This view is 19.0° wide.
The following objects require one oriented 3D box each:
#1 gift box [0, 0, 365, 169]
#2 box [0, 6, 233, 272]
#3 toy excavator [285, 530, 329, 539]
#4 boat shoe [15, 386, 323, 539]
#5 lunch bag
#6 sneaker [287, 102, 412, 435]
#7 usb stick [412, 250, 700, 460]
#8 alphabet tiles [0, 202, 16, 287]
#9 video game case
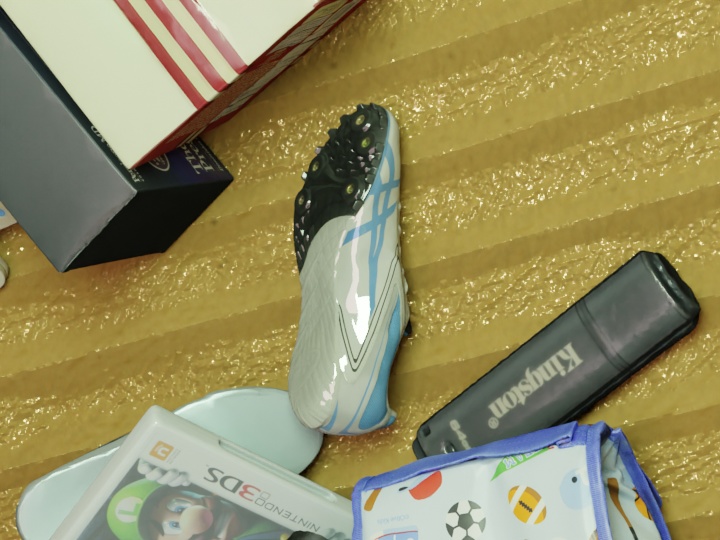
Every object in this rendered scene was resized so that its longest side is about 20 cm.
[{"bbox_3d":[-0.097,-0.201,1.258,0.200,0.185,0.187,-40,90,19],"label":"gift box"},{"bbox_3d":[-0.190,-0.102,1.325,0.079,0.141,0.200,-44,80,22],"label":"box"},{"bbox_3d":[-0.049,0.275,1.298,0.194,0.100,0.200,-20,113,42],"label":"toy excavator"},{"bbox_3d":[-0.121,0.123,1.369,0.199,0.091,0.071,-19,90,-3],"label":"boat shoe"},{"bbox_3d":[0.099,0.195,1.252,0.169,0.124,0.201,-17,97,26],"label":"lunch bag"},{"bbox_3d":[0.000,0.000,1.307,0.072,0.072,0.201,4,86,50],"label":"sneaker"},{"bbox_3d":[0.114,0.063,1.276,0.200,0.033,0.056,-40,82,23],"label":"usb stick"},{"bbox_3d":[-0.320,-0.042,1.387,0.195,0.015,0.200,-20,131,23],"label":"alphabet tiles"},{"bbox_3d":[-0.107,0.195,1.333,0.181,0.023,0.200,29,112,-25],"label":"video game case"}]
